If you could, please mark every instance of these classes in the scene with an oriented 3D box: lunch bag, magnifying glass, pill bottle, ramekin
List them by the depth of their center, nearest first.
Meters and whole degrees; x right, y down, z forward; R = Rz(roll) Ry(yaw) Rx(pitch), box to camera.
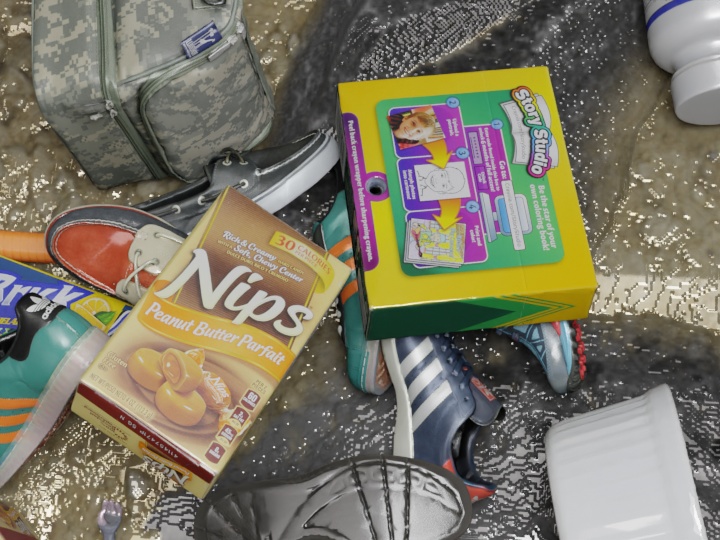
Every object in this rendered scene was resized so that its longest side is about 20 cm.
[{"bbox_3d":[0.196,0.190,1.053,0.096,0.201,0.203,-13,73,9],"label":"ramekin"},{"bbox_3d":[-0.161,-0.162,1.188,0.165,0.200,0.141,-9,68,4],"label":"lunch bag"},{"bbox_3d":[0.286,-0.228,1.205,0.110,0.112,0.203,-6,74,4],"label":"pill bottle"},{"bbox_3d":[-0.219,-0.016,1.245,0.197,0.022,0.081,3,74,8],"label":"magnifying glass"}]

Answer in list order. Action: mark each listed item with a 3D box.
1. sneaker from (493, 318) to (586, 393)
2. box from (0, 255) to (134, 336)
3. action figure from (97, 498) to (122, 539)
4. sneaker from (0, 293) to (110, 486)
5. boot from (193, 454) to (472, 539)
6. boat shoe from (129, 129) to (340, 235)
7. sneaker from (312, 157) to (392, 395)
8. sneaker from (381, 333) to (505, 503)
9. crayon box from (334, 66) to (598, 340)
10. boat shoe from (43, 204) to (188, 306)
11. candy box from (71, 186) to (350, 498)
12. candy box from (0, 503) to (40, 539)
[{"bbox_3d":[0.112,0.020,1.180,0.095,0.079,0.202,-28,64,6],"label":"sneaker"},{"bbox_3d":[-0.239,0.047,1.203,0.198,0.070,0.065,19,74,11],"label":"box"},{"bbox_3d":[-0.181,0.277,1.135,0.197,0.134,0.151,7,117,21],"label":"action figure"},{"bbox_3d":[-0.264,0.092,1.138,0.080,0.071,0.200,39,125,0],"label":"sneaker"},{"bbox_3d":[-0.013,0.191,1.095,0.197,0.151,0.074,-11,72,4],"label":"boot"},{"bbox_3d":[-0.110,-0.065,1.198,0.199,0.069,0.057,-31,110,-3],"label":"boat shoe"},{"bbox_3d":[0.000,0.000,1.198,0.079,0.071,0.203,0,76,22],"label":"sneaker"},{"bbox_3d":[0.069,0.084,1.142,0.083,0.075,0.203,-6,89,24],"label":"sneaker"},{"bbox_3d":[0.076,-0.054,1.128,0.170,0.058,0.202,-5,62,-6],"label":"crayon box"},{"bbox_3d":[-0.152,0.005,1.152,0.198,0.063,0.072,21,106,-13],"label":"boat shoe"},{"bbox_3d":[-0.105,0.048,1.071,0.115,0.055,0.201,34,57,0],"label":"candy box"},{"bbox_3d":[-0.342,0.261,1.128,0.200,0.116,0.055,-41,75,-6],"label":"candy box"}]
